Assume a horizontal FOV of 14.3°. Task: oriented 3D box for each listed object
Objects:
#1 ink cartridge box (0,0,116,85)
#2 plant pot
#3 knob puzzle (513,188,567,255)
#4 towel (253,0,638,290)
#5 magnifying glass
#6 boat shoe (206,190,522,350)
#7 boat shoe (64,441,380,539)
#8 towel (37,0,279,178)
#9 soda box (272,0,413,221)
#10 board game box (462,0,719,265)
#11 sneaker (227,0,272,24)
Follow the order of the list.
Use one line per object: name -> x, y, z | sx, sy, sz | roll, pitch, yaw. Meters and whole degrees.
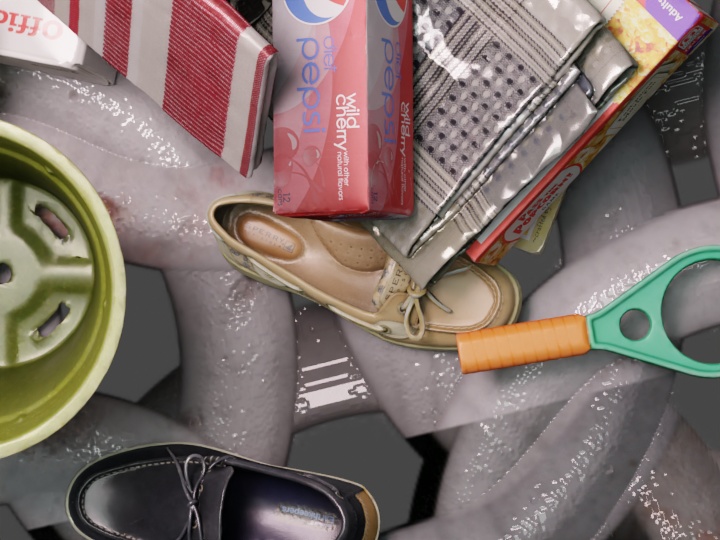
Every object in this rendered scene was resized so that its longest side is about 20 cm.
ink cartridge box -> -0.211, -0.230, 1.807 | 0.145, 0.084, 0.201 | 12, 87, 12
plant pot -> -0.230, 0.007, 1.721 | 0.199, 0.190, 0.201 | 0, 93, 1
knob puzzle -> 0.050, -0.127, 1.773 | 0.218, 0.030, 0.221 | -1, 84, 11
towel -> 0.038, -0.121, 1.691 | 0.193, 0.035, 0.200 | -47, 74, 12
magnifying glass -> 0.157, 0.034, 1.722 | 0.199, 0.022, 0.080 | -10, 87, 2
boat shoe -> 0.000, 0.000, 1.751 | 0.199, 0.063, 0.074 | 15, 86, 12
boat shoe -> -0.088, 0.145, 1.754 | 0.199, 0.062, 0.075 | 6, 87, 13
towel -> -0.126, -0.153, 1.668 | 0.200, 0.144, 0.023 | 41, 66, 14
soda box -> -0.010, -0.130, 1.662 | 0.063, 0.070, 0.201 | -2, 87, 25
board game box -> 0.091, -0.127, 1.715 | 0.152, 0.046, 0.200 | 46, 103, 16
sneaker -> -0.059, -0.229, 1.777 | 0.200, 0.089, 0.079 | -48, 114, -18
